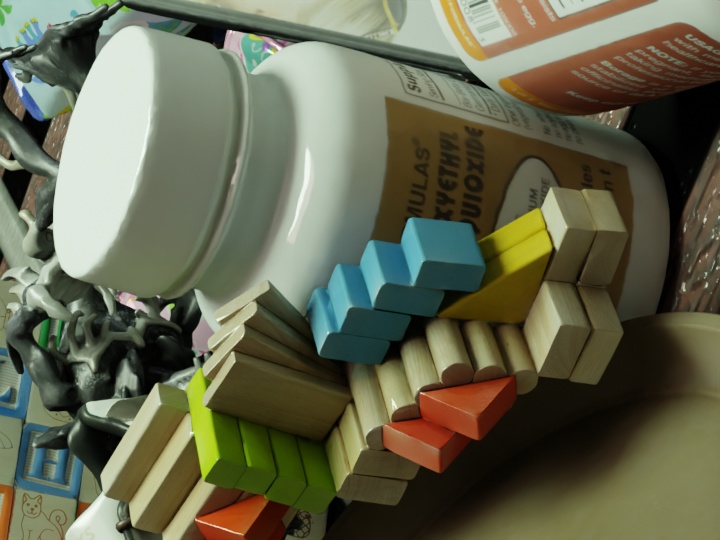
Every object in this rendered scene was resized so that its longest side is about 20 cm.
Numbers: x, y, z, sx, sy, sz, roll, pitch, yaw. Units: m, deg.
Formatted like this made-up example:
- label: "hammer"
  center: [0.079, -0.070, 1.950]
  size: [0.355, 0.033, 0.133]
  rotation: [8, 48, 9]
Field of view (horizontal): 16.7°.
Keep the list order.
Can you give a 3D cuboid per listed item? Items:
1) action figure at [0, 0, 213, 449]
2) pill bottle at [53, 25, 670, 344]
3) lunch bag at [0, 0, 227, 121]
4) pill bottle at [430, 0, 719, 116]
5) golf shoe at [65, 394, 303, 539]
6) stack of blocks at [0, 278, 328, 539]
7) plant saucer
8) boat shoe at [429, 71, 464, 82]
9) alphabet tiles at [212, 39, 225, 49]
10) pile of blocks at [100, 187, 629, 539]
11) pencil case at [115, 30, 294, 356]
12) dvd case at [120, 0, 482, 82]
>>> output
- label: "action figure"
  center: [-0.098, -0.002, 0.995]
  size: [0.102, 0.119, 0.200]
  rotation: [-18, 96, 50]
- label: "pill bottle"
  center: [-0.001, -0.019, 0.874]
  size: [0.114, 0.200, 0.115]
  rotation: [-42, 41, 51]
- label: "lunch bag"
  center: [-0.089, -0.182, 1.210]
  size: [0.200, 0.128, 0.170]
  rotation: [-39, 2, -32]
- label: "pill bottle"
  center: [0.112, -0.118, 0.796]
  size: [0.200, 0.112, 0.113]
  rotation: [-11, 67, 63]
- label: "golf shoe"
  center: [-0.065, 0.127, 0.893]
  size: [0.078, 0.094, 0.200]
  rotation: [-57, 31, 32]
- label: "stack of blocks"
  center: [-0.114, 0.078, 1.062]
  size: [0.059, 0.200, 0.115]
  rotation: [-28, 51, 61]
- label: "plant saucer"
  center: [0.056, 0.091, 0.771]
  size: [0.200, 0.029, 0.200]
  rotation: [-32, 24, 15]
- label: "boat shoe"
  center: [0.000, 0.000, 1.039]
  size: [0.057, 0.068, 0.200]
  rotation: [-86, 16, -77]
- label: "alphabet tiles"
  center: [-0.102, -0.060, 1.250]
  size: [0.200, 0.006, 0.166]
  rotation: [-58, 13, -9]
- label: "pile of blocks"
  center: [0.002, 0.041, 0.807]
  size: [0.200, 0.082, 0.062]
  rotation: [-35, 38, 15]
- label: "pencil case"
  center: [-0.055, -0.028, 1.136]
  size: [0.200, 0.087, 0.088]
  rotation: [-62, 28, 25]
- label: "dvd case"
  center: [0.013, -0.154, 0.966]
  size: [0.018, 0.199, 0.143]
  rotation: [23, -100, -75]
